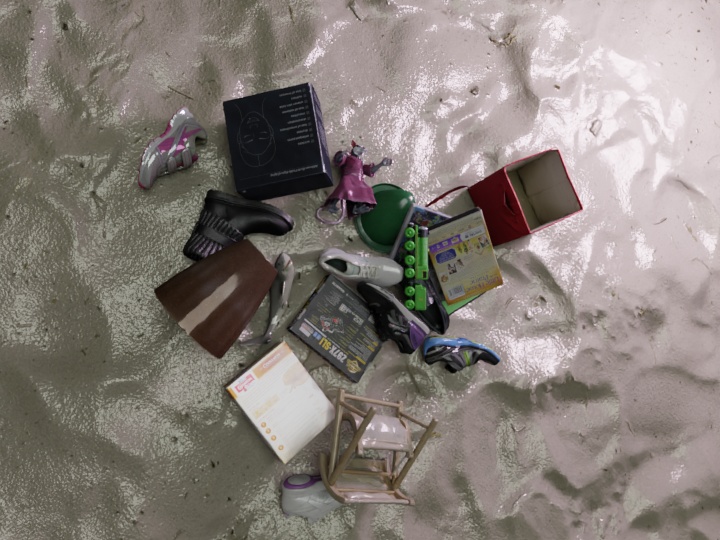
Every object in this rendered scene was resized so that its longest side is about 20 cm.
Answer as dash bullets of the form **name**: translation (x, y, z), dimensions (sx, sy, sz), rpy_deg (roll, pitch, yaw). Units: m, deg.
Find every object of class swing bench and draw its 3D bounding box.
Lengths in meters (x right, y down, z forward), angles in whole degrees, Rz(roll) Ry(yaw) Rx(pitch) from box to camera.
- **swing bench**: translation (0.031, 0.377, 1.206), dimensions (0.198, 0.129, 0.202), rpy_deg (21, 86, -38)

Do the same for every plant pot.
- **plant pot**: translation (-0.267, 0.038, 1.137), dimensions (0.200, 0.187, 0.187), rpy_deg (-43, 96, -7)

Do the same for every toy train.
- **toy train**: translation (0.126, -0.006, 1.280), dimensions (0.056, 0.042, 0.202), rpy_deg (0, 99, 4)

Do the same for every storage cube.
- **storage cube**: translation (0.405, -0.179, 1.433), dimensions (0.199, 0.180, 0.172), rpy_deg (-22, 89, -20)

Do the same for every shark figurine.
- **shark figurine**: translation (-0.198, 0.060, 1.252), dimensions (0.089, 0.128, 0.217), rpy_deg (17, 93, 10)

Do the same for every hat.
- **hat**: translation (0.102, -0.149, 1.321), dimensions (0.165, 0.176, 0.201), rpy_deg (40, 71, -11)

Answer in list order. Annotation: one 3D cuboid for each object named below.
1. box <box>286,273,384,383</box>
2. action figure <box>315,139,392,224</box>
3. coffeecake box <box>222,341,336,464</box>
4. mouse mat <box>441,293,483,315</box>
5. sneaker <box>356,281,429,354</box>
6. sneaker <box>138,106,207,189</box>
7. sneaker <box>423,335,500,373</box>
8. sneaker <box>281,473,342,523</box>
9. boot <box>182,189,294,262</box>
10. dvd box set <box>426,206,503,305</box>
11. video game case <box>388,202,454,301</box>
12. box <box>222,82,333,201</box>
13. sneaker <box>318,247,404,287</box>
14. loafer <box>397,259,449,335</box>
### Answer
- **box**: translation (-0.042, 0.130, 1.295), dimensions (0.200, 0.049, 0.160), rpy_deg (39, 73, -11)
- **action figure**: translation (-0.015, -0.214, 1.347), dimensions (0.133, 0.149, 0.202), rpy_deg (19, 56, -24)
- **coffeecake box**: translation (-0.168, 0.276, 1.214), dimensions (0.153, 0.073, 0.201), rpy_deg (-38, 95, -21)
- **mouse mat**: translation (0.218, -0.002, 1.430), dimensions (0.160, 0.008, 0.201), rpy_deg (-28, 91, -21)
- **sneaker**: translation (0.060, 0.109, 1.274), dimensions (0.200, 0.076, 0.088), rpy_deg (40, 74, -11)
- **sneaker**: translation (-0.395, -0.249, 1.216), dimensions (0.088, 0.081, 0.201), rpy_deg (34, 73, -9)
- **sneaker**: translation (0.240, 0.206, 1.379), dimensions (0.198, 0.071, 0.084), rpy_deg (8, 92, -17)
- **sneaker**: translation (-0.076, 0.484, 1.227), dimensions (0.198, 0.075, 0.101), rpy_deg (4, 99, -19)
- **boot**: translation (-0.260, -0.070, 1.233), dimensions (0.209, 0.079, 0.159), rpy_deg (15, 70, -6)
- **dvd box set**: translation (0.238, -0.030, 1.330), dimensions (0.145, 0.029, 0.201), rpy_deg (-22, 114, 5)
- **video game case**: translation (0.165, -0.039, 1.349), dimensions (0.181, 0.023, 0.201), rpy_deg (18, 112, -13)
- **box**: translation (-0.175, -0.271, 1.239), dimensions (0.198, 0.124, 0.199), rpy_deg (-10, 82, 6)
- **sneaker**: translation (0.000, 0.000, 1.287), dimensions (0.198, 0.080, 0.071), rpy_deg (10, 99, 1)
- **loafer**: translation (0.148, 0.064, 1.338), dimensions (0.068, 0.071, 0.201), rpy_deg (-30, 108, 15)
